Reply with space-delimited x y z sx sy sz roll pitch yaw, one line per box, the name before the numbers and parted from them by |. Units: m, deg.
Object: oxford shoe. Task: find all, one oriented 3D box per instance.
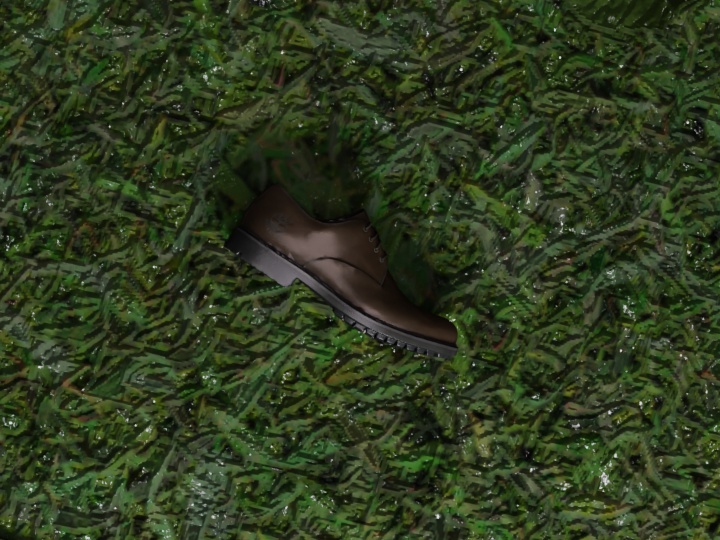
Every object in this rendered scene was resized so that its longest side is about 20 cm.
oxford shoe | 0.000 0.000 1.524 0.199 0.073 0.085 32 88 -10

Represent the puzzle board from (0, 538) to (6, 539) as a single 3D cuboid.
puzzle board | -0.293 0.283 1.532 0.198 0.017 0.152 17 92 -10
